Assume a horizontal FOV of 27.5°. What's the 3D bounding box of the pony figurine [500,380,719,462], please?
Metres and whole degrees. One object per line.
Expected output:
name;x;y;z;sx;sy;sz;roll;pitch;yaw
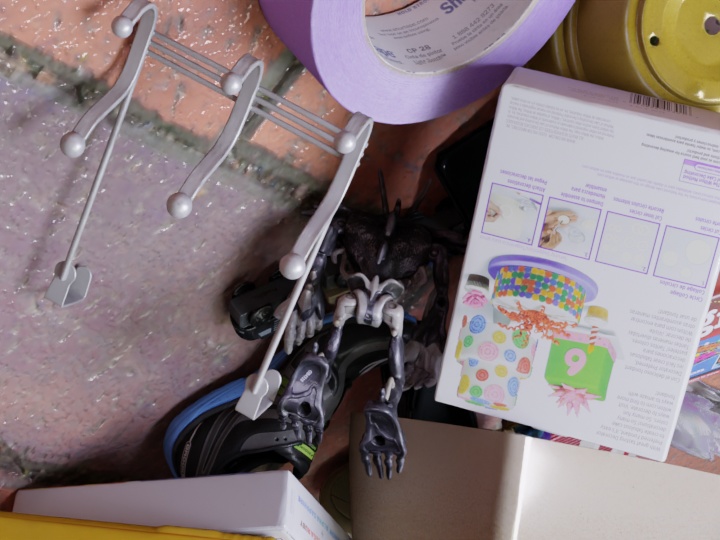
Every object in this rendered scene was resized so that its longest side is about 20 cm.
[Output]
pony figurine;0.197;0.049;1.074;0.167;0.191;0.202;-48;152;-77

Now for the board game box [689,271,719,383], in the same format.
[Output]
board game box;0.253;0.029;0.963;0.198;0.020;0.103;-18;144;-9

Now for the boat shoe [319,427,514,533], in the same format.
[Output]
boat shoe;0.056;0.174;1.208;0.198;0.074;0.065;-8;175;-19

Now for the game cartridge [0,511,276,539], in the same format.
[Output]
game cartridge;-0.148;0.205;0.959;0.198;0.033;0.177;5;149;-5

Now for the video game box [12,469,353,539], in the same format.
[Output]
video game box;-0.108;0.194;1.005;0.198;0.047;0.183;-6;146;17

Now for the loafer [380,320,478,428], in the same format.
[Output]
loafer;0.060;0.136;1.114;0.068;0.070;0.202;-22;117;-23

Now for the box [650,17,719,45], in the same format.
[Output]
box;0.290;-0.083;1.040;0.097;0.200;0.177;-40;146;0

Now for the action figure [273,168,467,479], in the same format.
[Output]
action figure;0.003;0.029;0.921;0.118;0.201;0.103;18;135;-1

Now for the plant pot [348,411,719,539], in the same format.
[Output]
plant pot;0.106;0.203;0.977;0.198;0.199;0.179;15;82;-30

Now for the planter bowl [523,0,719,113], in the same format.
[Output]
planter bowl;0.200;-0.146;0.888;0.198;0.083;0.203;-1;97;-7

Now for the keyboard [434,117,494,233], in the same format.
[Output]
keyboard;0.140;-0.017;1.006;0.103;0.201;0.040;-30;-175;6

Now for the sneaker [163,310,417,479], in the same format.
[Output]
sneaker;-0.040;0.095;1.006;0.199;0.083;0.071;-35;154;3

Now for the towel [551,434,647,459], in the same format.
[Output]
towel;0.215;0.177;1.403;0.198;0.023;0.145;-18;141;-27

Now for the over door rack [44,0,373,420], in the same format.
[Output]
over door rack;-0.090;-0.022;0.786;0.067;0.147;0.201;-45;161;-56

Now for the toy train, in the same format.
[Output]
toy train;0.000;0.000;1.000;0.199;0.034;0.046;-23;146;-23

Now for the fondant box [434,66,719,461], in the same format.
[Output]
fondant box;0.135;-0.004;0.865;0.058;0.143;0.202;-54;157;-69

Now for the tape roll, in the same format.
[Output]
tape roll;0.041;-0.182;0.817;0.199;0.066;0.201;-26;142;-22
